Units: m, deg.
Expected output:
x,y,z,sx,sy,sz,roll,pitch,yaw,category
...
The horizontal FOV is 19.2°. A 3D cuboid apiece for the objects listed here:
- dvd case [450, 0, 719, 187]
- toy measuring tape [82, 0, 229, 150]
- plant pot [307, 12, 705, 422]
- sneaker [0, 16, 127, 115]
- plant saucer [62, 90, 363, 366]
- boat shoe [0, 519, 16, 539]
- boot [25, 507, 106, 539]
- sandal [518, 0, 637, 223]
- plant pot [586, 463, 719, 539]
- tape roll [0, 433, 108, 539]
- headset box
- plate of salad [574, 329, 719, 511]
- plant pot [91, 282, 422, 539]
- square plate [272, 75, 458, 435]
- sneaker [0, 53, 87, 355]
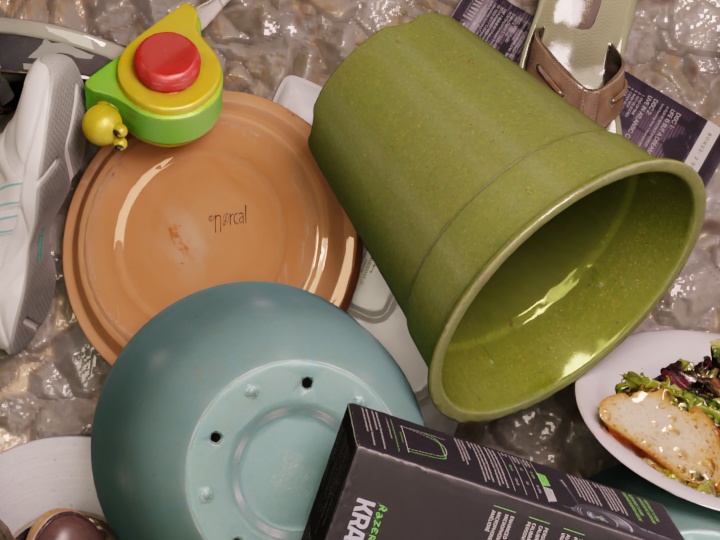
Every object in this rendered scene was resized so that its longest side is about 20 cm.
x,y,z,sx,sy,sz,roll,pitch,yaw,category
0.121,-0.077,1.368,0.199,0.016,0.149,31,72,4,dvd case
-0.094,-0.135,1.342,0.074,0.074,0.200,47,62,4,toy measuring tape
0.068,-0.047,1.256,0.200,0.200,0.190,-39,60,-2,plant pot
-0.244,-0.108,1.372,0.198,0.075,0.107,5,91,10,sneaker
-0.097,-0.017,1.353,0.198,0.032,0.202,-2,79,13,plant saucer
-0.218,0.204,1.281,0.072,0.068,0.201,-42,105,-37,boat shoe
-0.112,0.231,1.205,0.072,0.166,0.202,-23,101,-36,boot
0.135,-0.125,1.342,0.079,0.057,0.203,8,79,-2,sandal
0.193,0.215,1.287,0.199,0.161,0.202,0,85,2,plant pot
-0.179,0.204,1.343,0.198,0.066,0.202,0,85,1,tape roll
0.060,0.188,1.110,0.199,0.093,0.175,19,99,-7,headset box
0.229,0.083,1.288,0.198,0.200,0.048,12,119,2,plate of salad
-0.050,0.110,1.231,0.199,0.161,0.203,0,91,-12,plant pot
0.000,0.000,1.374,0.197,0.028,0.201,24,86,2,square plate
-0.226,-0.046,1.336,0.080,0.070,0.202,22,113,11,sneaker
